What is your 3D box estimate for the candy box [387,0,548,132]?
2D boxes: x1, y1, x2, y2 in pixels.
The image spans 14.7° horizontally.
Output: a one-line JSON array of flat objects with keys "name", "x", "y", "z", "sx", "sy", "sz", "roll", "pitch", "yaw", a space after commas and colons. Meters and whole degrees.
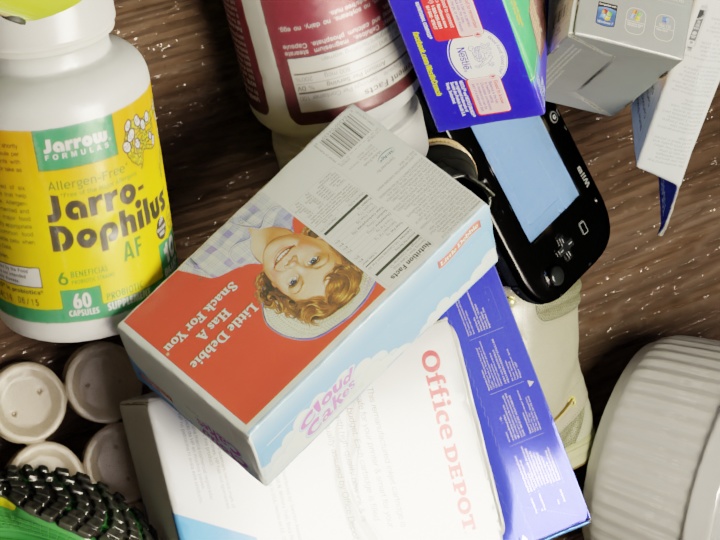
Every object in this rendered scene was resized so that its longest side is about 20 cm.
[{"name": "candy box", "x": 0.065, "y": -0.217, "z": 1.701, "sx": 0.169, "sy": 0.077, "sz": 0.201, "roll": 66, "pitch": 22, "yaw": -48}]

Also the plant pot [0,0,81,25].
[{"name": "plant pot", "x": -0.225, "y": -0.247, "z": 1.460, "sx": 0.198, "sy": 0.200, "sz": 0.182, "roll": 15, "pitch": 101, "yaw": -43}]

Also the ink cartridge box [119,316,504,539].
[{"name": "ink cartridge box", "x": -0.030, "y": 0.124, "z": 1.706, "sx": 0.199, "sy": 0.084, "sz": 0.146, "roll": -15, "pitch": 92, "yaw": -17}]

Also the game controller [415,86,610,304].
[{"name": "game controller", "x": 0.100, "y": -0.080, "z": 1.857, "sx": 0.104, "sy": 0.042, "sz": 0.201, "roll": -39, "pitch": 110, "yaw": -30}]

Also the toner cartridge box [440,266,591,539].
[{"name": "toner cartridge box", "x": 0.072, "y": 0.089, "z": 1.848, "sx": 0.095, "sy": 0.043, "sz": 0.201, "roll": -21, "pitch": 90, "yaw": -6}]

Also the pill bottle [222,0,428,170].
[{"name": "pill bottle", "x": -0.024, "y": -0.153, "z": 1.712, "sx": 0.114, "sy": 0.114, "sz": 0.201, "roll": -31, "pitch": 123, "yaw": -28}]

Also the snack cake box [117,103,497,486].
[{"name": "snack cake box", "x": -0.029, "y": 0.013, "z": 1.623, "sx": 0.200, "sy": 0.115, "sz": 0.067, "roll": -43, "pitch": 153, "yaw": -16}]

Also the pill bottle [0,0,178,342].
[{"name": "pill bottle", "x": -0.171, "y": -0.070, "z": 1.618, "sx": 0.112, "sy": 0.113, "sz": 0.201, "roll": -23, "pitch": 119, "yaw": -32}]

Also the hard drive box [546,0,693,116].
[{"name": "hard drive box", "x": 0.163, "y": -0.217, "z": 1.778, "sx": 0.076, "sy": 0.156, "sz": 0.201, "roll": 12, "pitch": 79, "yaw": -9}]

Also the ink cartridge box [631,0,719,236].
[{"name": "ink cartridge box", "x": 0.205, "y": -0.161, "z": 1.847, "sx": 0.040, "sy": 0.200, "sz": 0.201, "roll": 10, "pitch": 130, "yaw": -6}]

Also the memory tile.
[{"name": "memory tile", "x": -0.126, "y": 0.112, "z": 1.727, "sx": 0.199, "sy": 0.017, "sz": 0.154, "roll": -15, "pitch": 93, "yaw": -19}]

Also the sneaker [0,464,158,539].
[{"name": "sneaker", "x": -0.212, "y": 0.161, "z": 1.662, "sx": 0.199, "sy": 0.078, "sz": 0.086, "roll": 14, "pitch": 110, "yaw": -5}]

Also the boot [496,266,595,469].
[{"name": "boot", "x": 0.079, "y": 0.081, "z": 1.913, "sx": 0.199, "sy": 0.072, "sz": 0.156, "roll": -20, "pitch": 116, "yaw": -35}]

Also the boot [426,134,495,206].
[{"name": "boot", "x": 0.000, "y": 0.000, "z": 1.747, "sx": 0.077, "sy": 0.138, "sz": 0.200, "roll": 38, "pitch": 94, "yaw": -11}]

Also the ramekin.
[{"name": "ramekin", "x": 0.237, "y": 0.141, "z": 2.006, "sx": 0.200, "sy": 0.105, "sz": 0.201, "roll": -47, "pitch": 146, "yaw": -46}]
